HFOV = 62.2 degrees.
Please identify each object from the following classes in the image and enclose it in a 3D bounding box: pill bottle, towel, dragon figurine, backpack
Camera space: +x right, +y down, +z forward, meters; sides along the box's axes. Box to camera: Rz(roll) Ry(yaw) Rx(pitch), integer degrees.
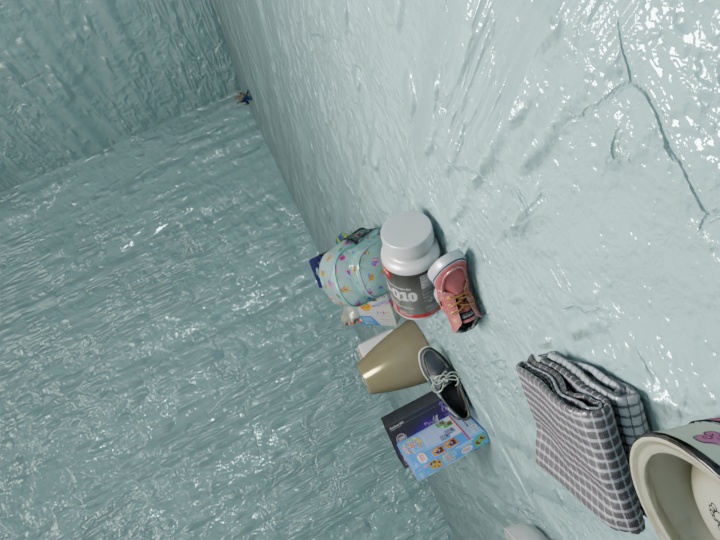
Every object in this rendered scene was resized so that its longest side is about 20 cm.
[{"bbox_3d":[0.100,-0.008,1.143,0.114,0.113,0.201,57,169,43],"label":"pill bottle"},{"bbox_3d":[0.272,0.199,0.734,0.200,0.085,0.167,-148,34,-76],"label":"towel"},{"bbox_3d":[-0.660,-1.000,3.424,0.200,0.099,0.059,-19,95,63],"label":"dragon figurine"},{"bbox_3d":[0.000,0.000,1.538,0.153,0.199,0.178,15,130,59],"label":"backpack"}]

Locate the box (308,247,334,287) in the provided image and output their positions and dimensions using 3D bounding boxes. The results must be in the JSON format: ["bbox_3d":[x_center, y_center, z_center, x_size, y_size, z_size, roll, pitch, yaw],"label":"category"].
[{"bbox_3d":[-0.045,-0.024,1.759,0.032,0.198,0.122,55,168,48],"label":"box"}]

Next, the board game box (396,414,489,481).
[{"bbox_3d":[0.203,0.431,1.494,0.037,0.198,0.151,66,172,-14],"label":"board game box"}]

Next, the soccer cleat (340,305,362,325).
[{"bbox_3d":[-0.026,0.128,1.880,0.200,0.068,0.079,143,114,-78],"label":"soccer cleat"}]

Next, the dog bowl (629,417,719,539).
[{"bbox_3d":[0.320,0.213,0.493,0.202,0.073,0.200,63,173,14],"label":"dog bowl"}]

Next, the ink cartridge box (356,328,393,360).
[{"bbox_3d":[0.078,0.321,2.204,0.200,0.143,0.149,101,144,-76],"label":"ink cartridge box"}]

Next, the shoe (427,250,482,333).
[{"bbox_3d":[0.169,0.042,1.023,0.092,0.071,0.200,60,176,23],"label":"shoe"}]

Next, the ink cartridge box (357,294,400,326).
[{"bbox_3d":[0.041,0.065,1.734,0.068,0.114,0.202,-62,-38,-45],"label":"ink cartridge box"}]

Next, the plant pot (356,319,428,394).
[{"bbox_3d":[0.096,0.267,1.715,0.187,0.198,0.189,155,90,-82],"label":"plant pot"}]

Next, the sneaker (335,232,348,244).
[{"bbox_3d":[-0.015,-0.049,2.034,0.083,0.071,0.200,39,-167,-51],"label":"sneaker"}]

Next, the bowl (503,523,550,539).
[{"bbox_3d":[0.407,0.662,1.293,0.200,0.074,0.202,-148,35,-77],"label":"bowl"}]

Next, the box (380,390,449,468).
[{"bbox_3d":[0.178,0.448,1.708,0.142,0.198,0.079,65,173,-8],"label":"box"}]

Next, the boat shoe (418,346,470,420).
[{"bbox_3d":[0.207,0.277,1.456,0.202,0.074,0.062,64,174,-1],"label":"boat shoe"}]
